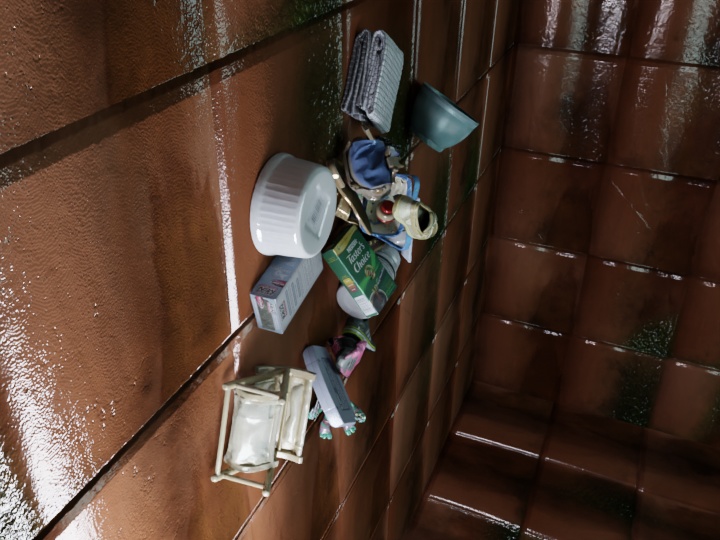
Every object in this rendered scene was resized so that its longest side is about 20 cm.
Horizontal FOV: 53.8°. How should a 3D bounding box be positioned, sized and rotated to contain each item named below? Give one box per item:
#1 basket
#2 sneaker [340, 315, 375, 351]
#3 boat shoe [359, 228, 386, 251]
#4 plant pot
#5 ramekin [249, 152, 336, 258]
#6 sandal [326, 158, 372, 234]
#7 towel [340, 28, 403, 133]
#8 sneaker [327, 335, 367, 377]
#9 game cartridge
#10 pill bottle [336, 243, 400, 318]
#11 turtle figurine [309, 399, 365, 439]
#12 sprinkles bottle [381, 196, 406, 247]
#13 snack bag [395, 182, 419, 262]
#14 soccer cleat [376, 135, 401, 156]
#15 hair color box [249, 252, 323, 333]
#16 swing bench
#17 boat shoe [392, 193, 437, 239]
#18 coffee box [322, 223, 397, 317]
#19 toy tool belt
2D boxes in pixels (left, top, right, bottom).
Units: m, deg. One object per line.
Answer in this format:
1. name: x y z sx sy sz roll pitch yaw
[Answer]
1. basket: 0.067 -0.154 1.726 0.138 0.199 0.178 0 104 -39
2. sneaker: 0.005 0.172 1.967 0.200 0.073 0.082 59 44 -66
3. boat shoe: 0.023 -0.086 1.846 0.200 0.070 0.071 -51 149 -53
4. plant pot: 0.225 -0.431 2.060 0.135 0.200 0.200 -53 167 17
5. ramekin: -0.122 -0.119 1.368 0.200 0.097 0.202 13 90 -71
6. sandal: -0.046 -0.159 1.628 0.078 0.069 0.212 -94 159 -51
7. towel: 0.030 -0.431 1.629 0.165 0.085 0.202 8 93 -73
8. sneaker: -0.046 0.207 1.800 0.079 0.095 0.200 -62 174 8
9. game cartridge: -0.075 0.277 1.697 0.201 0.041 0.133 67 8 16
10. pill bottle: 0.026 0.021 1.858 0.200 0.113 0.115 -58 153 -44
11. turtle figurine: -0.059 0.360 1.832 0.201 0.148 0.101 93 2 -49
12. sprinkles bottle: 0.082 -0.165 1.850 0.068 0.068 0.202 2 74 -71
13. snack bag: 0.106 -0.142 1.924 0.021 0.189 0.202 -11 123 -22
14. soccer cleat: 0.050 -0.297 1.819 0.073 0.068 0.200 -58 172 21
15. hair color box: -0.146 0.020 1.447 0.100 0.060 0.201 84 26 -43
16. swing bench: -0.189 0.308 1.420 0.200 0.129 0.201 -21 121 -74
17. boat shoe: 0.139 -0.116 1.612 0.201 0.063 0.074 38 71 -58
18. coffee box: 0.000 0.000 1.715 0.201 0.044 0.123 55 42 -16
19. toy tool belt: 0.035 -0.218 1.586 0.123 0.124 0.201 106 -36 -67
